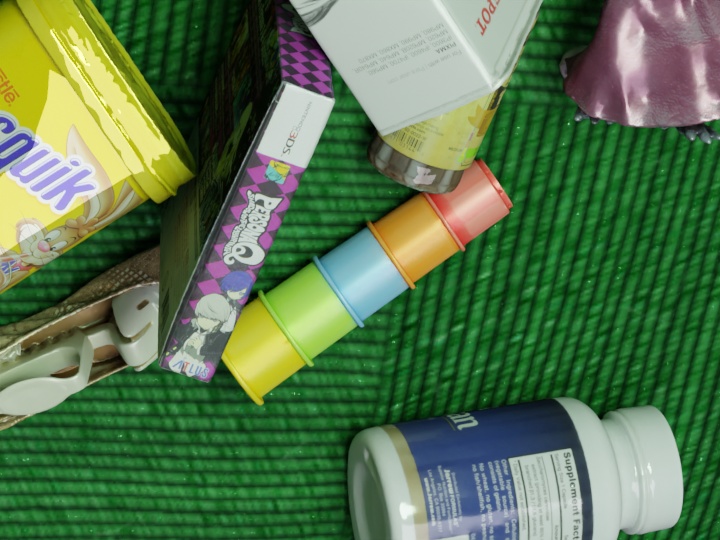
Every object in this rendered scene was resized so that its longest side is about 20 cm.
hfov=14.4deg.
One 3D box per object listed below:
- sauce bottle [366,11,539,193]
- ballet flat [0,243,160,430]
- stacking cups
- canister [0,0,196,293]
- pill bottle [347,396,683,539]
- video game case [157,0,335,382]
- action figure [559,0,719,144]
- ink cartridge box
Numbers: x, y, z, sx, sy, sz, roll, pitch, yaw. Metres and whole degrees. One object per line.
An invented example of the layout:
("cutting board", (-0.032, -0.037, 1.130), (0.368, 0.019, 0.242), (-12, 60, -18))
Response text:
("sauce bottle", (0.067, -0.142, 1.669), (0.065, 0.065, 0.200), (12, 117, -26))
("ballet flat", (-0.159, 0.045, 1.704), (0.200, 0.065, 0.071), (-28, 126, -2))
("stacking cups", (0.000, 0.000, 1.739), (0.200, 0.061, 0.061), (-37, 125, 3))
("canister", (-0.214, -0.061, 1.592), (0.200, 0.087, 0.149), (-33, 105, 5))
("pill bottle", (0.100, 0.141, 1.828), (0.200, 0.111, 0.111), (-8, 123, -15))
("video game case", (-0.067, -0.061, 1.589), (0.036, 0.200, 0.181), (19, 112, -12))
("action figure", (0.180, -0.180, 1.645), (0.134, 0.149, 0.200), (0, 108, 1))
("ink cartridge box", (0.010, -0.196, 1.532), (0.085, 0.146, 0.200), (-24, 114, 31))
